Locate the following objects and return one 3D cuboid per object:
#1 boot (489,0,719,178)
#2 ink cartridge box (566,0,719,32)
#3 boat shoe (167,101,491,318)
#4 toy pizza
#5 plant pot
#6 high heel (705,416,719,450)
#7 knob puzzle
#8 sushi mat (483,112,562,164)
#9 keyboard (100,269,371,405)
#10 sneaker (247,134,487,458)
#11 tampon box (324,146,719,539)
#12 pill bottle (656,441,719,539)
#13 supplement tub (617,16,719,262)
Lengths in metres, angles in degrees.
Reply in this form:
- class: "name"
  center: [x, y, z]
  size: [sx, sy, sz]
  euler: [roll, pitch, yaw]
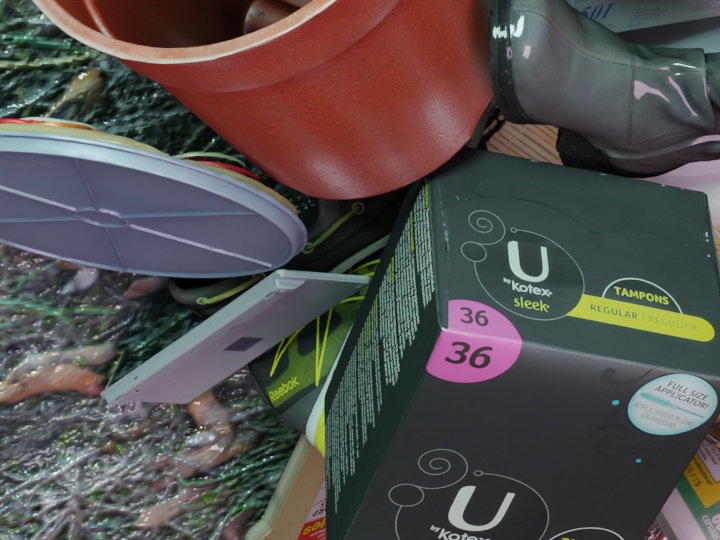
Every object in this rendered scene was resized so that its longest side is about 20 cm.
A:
- class: "boot"
  center: [0.143, -0.093, 1.250]
  size: [0.131, 0.070, 0.200]
  euler: [-1, 167, 23]
- class: "ink cartridge box"
  center: [0.158, -0.172, 1.352]
  size: [0.199, 0.094, 0.044]
  euler: [-11, 138, -23]
- class: "boat shoe"
  center: [-0.017, -0.041, 1.394]
  size: [0.201, 0.072, 0.060]
  euler: [-44, 143, 19]
- class: "toy pizza"
  center: [-0.122, -0.039, 1.288]
  size: [0.199, 0.032, 0.200]
  euler: [9, 165, 2]
- class: "plant pot"
  center: [-0.030, -0.139, 1.207]
  size: [0.200, 0.201, 0.195]
  euler: [-34, 149, 4]
- class: "high heel"
  center: [0.187, 0.063, 1.481]
  size: [0.071, 0.143, 0.200]
  euler: [-42, 172, 14]
- class: "knob puzzle"
  center: [0.004, 0.123, 1.602]
  size: [0.219, 0.030, 0.220]
  euler: [-33, 154, -18]
- class: "sushi mat"
  center: [0.132, -0.045, 1.532]
  size: [0.096, 0.012, 0.200]
  euler: [-43, 140, 15]
- class: "keyboard"
  center: [-0.069, 0.037, 1.414]
  size: [0.056, 0.011, 0.200]
  euler: [-2, 161, -34]
- class: "sneaker"
  center: [0.000, 0.000, 1.448]
  size: [0.201, 0.084, 0.074]
  euler: [-64, 158, 6]
- class: "tampon box"
  center: [0.077, 0.059, 1.321]
  size: [0.149, 0.127, 0.200]
  euler: [9, 136, -13]
- class: "pill bottle"
  center: [0.277, 0.108, 1.705]
  size: [0.199, 0.113, 0.113]
  euler: [-31, 141, -1]
- class: "supplement tub"
  center: [0.216, -0.067, 1.457]
  size: [0.145, 0.146, 0.200]
  euler: [-36, 140, 7]
